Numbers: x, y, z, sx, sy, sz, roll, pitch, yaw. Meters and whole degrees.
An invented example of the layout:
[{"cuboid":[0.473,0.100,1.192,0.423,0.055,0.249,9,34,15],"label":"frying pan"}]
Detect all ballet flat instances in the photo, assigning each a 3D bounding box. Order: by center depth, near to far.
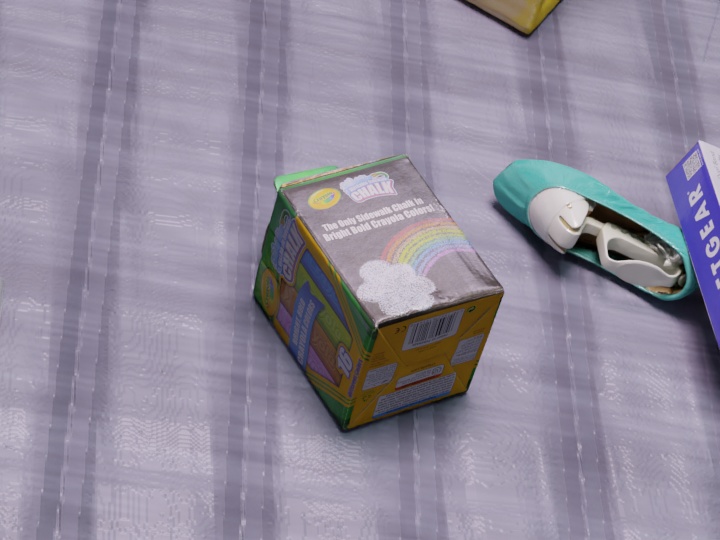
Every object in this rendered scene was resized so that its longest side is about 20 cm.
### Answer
[{"cuboid":[0.200,-0.033,1.811,0.199,0.068,0.070,25,29,4],"label":"ballet flat"}]

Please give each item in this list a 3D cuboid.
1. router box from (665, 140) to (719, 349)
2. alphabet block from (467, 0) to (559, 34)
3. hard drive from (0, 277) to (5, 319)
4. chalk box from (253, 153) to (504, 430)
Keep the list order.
[{"cuboid":[0.358,0.003,1.805,0.178,0.049,0.201,19,41,-29],"label":"router box"},{"cuboid":[0.140,-0.381,2.043,0.199,0.197,0.196,30,47,12],"label":"alphabet block"},{"cuboid":[-0.335,0.078,1.560,0.138,0.033,0.201,8,46,-11],"label":"hard drive"},{"cuboid":[0.000,0.000,1.681,0.124,0.124,0.201,-15,52,-28],"label":"chalk box"}]
